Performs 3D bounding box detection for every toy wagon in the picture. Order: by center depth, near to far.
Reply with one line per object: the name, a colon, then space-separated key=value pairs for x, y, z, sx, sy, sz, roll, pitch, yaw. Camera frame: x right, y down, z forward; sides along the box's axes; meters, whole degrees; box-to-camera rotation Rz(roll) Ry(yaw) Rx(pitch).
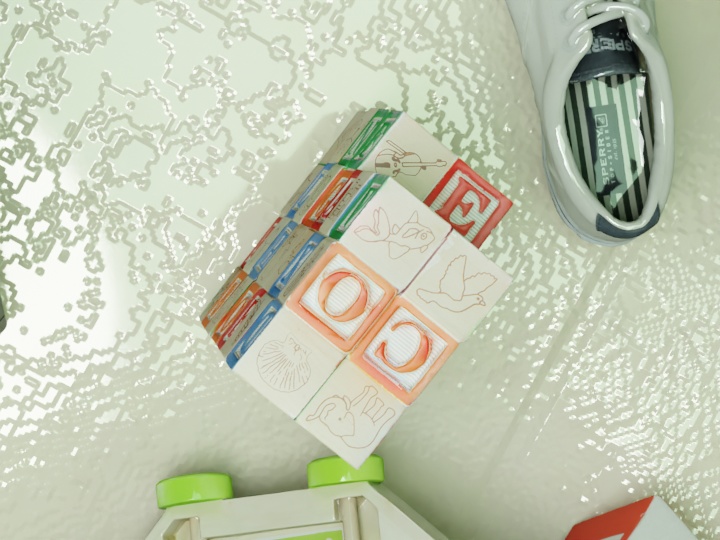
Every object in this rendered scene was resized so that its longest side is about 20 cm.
toy wagon: x=-0.008 y=0.154 z=0.857 sx=0.199 sy=0.040 sz=0.156 roll=-9 pitch=79 yaw=18

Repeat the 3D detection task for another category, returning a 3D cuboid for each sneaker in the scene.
sneaker: x=0.099 y=-0.109 z=0.886 sx=0.073 sy=0.071 sz=0.201 roll=-15 pitch=96 yaw=-7

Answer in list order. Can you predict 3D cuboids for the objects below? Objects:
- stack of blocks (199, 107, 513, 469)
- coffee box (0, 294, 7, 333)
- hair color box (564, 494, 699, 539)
stack of blocks: x=0.000 y=0.000 z=0.814 sx=0.059 sy=0.200 sz=0.115 roll=39 pitch=89 yaw=-8
coffee box: x=-0.246 y=-0.053 z=0.775 sx=0.199 sy=0.198 sz=0.201 roll=-10 pitch=93 yaw=-7
hair color box: x=0.148 y=0.208 z=0.896 sx=0.200 sy=0.064 sz=0.111 roll=48 pitch=53 yaw=-10
